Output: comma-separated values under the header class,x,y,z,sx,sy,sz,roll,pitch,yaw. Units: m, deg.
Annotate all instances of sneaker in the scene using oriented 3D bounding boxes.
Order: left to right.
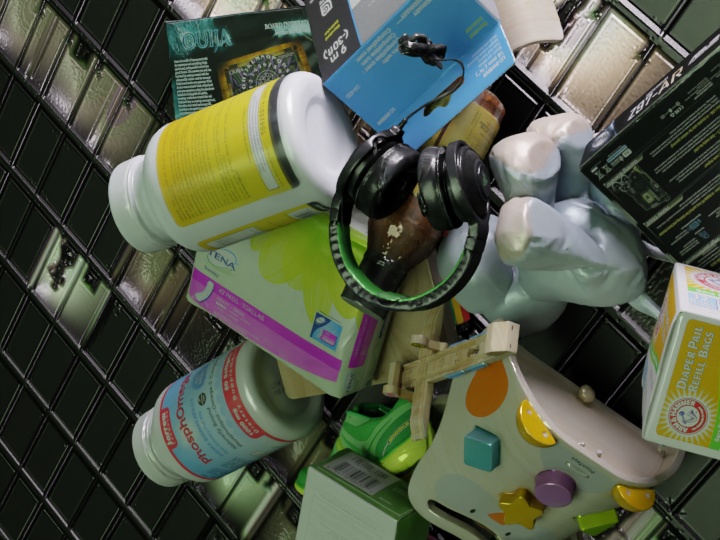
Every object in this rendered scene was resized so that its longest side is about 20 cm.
class,x,y,z,sx,sy,sz,roll,pitch,yaw
sneaker,0.009,0.171,1.293,0.199,0.073,0.085,-31,57,47

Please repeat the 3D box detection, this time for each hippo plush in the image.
class,x,y,z,sx,sy,sz,roll,pitch,yaw
hippo plush,0.154,-0.023,1.125,0.198,0.161,0.160,29,147,-18

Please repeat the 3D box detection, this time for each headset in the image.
class,x,y,z,sx,sy,sz,roll,pitch,yaw
headset,0.037,-0.071,1.024,0.122,0.094,0.203,11,91,24

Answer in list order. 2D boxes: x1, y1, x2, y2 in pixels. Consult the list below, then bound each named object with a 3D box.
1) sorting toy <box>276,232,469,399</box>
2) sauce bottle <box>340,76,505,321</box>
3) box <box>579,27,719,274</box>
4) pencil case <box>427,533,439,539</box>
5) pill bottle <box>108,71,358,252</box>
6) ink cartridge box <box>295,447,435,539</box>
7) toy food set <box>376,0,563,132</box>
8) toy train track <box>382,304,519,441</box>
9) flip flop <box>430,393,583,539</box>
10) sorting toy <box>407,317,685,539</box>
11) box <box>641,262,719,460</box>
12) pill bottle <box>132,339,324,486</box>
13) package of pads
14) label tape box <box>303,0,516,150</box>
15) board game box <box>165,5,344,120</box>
class,x,y,z,sx,sy,sz,roll,pitch,yaw
sorting toy,0.000,0.000,1.261,0.197,0.069,0.203,-13,92,38
sauce bottle,0.046,-0.058,1.105,0.065,0.066,0.202,27,84,28
box,0.285,-0.089,1.007,0.160,0.044,0.200,42,124,-8
pencil case,0.083,0.299,1.254,0.199,0.082,0.087,34,135,26
pill bottle,-0.107,-0.081,1.130,0.198,0.112,0.114,-17,90,27
ink cartridge box,-0.008,0.274,1.226,0.103,0.059,0.203,26,116,32
toy food set,0.071,-0.218,1.178,0.199,0.060,0.146,-26,73,36
toy train track,0.063,0.071,1.108,0.200,0.032,0.116,-28,49,61
flip flop,0.118,0.196,1.223,0.201,0.057,0.081,52,124,16
sorting toy,0.134,0.171,1.122,0.199,0.108,0.180,33,127,-14
box,0.308,0.080,0.982,0.197,0.113,0.103,14,110,6
pill bottle,-0.137,0.145,1.368,0.199,0.108,0.110,-30,82,36
package of pads,-0.058,-0.005,1.216,0.199,0.068,0.157,29,116,28
label tape box,0.031,-0.205,1.094,0.144,0.063,0.202,-40,46,31
board game box,-0.103,-0.181,1.323,0.198,0.028,0.138,2,101,37
